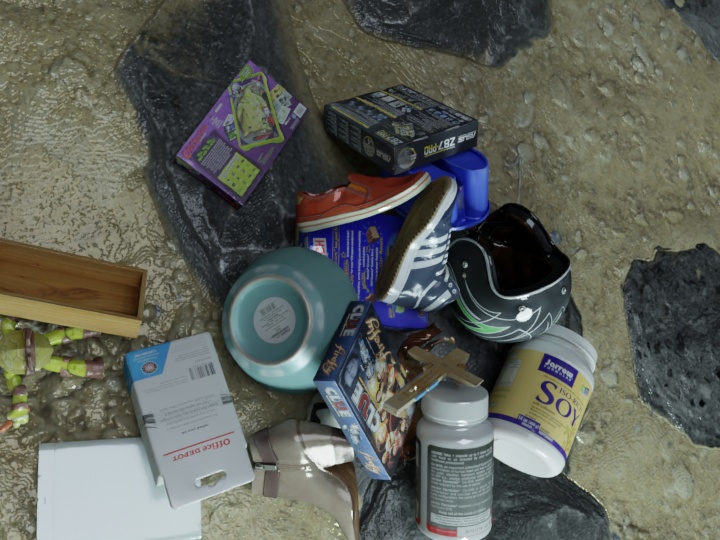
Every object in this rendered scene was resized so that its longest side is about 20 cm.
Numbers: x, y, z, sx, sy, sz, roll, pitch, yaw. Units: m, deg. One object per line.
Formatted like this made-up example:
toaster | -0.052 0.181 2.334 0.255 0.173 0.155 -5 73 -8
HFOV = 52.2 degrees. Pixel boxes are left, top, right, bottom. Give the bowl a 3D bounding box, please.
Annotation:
bowl | -0.105 0.066 0.973 0.196 0.105 0.206 -1 86 13

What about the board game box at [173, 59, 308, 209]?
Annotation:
board game box | -0.175 -0.205 1.101 0.120 0.032 0.202 39 65 -16

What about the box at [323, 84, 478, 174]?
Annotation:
box | 0.059 -0.223 1.129 0.159 0.200 0.050 -20 128 -28

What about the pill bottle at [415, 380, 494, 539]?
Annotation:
pill bottle | 0.135 0.270 1.051 0.112 0.113 0.205 -4 101 -25

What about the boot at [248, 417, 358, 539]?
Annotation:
boot | -0.076 0.290 1.002 0.143 0.070 0.204 -5 109 -1

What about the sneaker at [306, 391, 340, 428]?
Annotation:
sneaker | -0.017 0.173 1.058 0.073 0.080 0.203 29 70 -18

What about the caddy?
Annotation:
caddy | 0.112 -0.130 1.130 0.139 0.200 0.107 -21 129 -25

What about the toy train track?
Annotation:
toy train track | 0.092 0.158 1.005 0.199 0.113 0.033 -24 131 -51

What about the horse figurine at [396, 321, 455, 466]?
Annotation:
horse figurine | 0.096 0.178 1.109 0.130 0.050 0.204 -14 100 -9

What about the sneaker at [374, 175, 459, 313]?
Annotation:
sneaker | 0.109 -0.030 1.044 0.107 0.070 0.202 21 110 -22

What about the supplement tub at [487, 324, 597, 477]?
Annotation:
supplement tub | 0.279 0.200 1.148 0.144 0.145 0.202 35 66 -13

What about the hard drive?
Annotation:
hard drive | -0.303 0.281 0.931 0.196 0.026 0.135 1 77 -24

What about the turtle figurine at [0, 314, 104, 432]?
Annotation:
turtle figurine | -0.403 0.091 0.905 0.159 0.064 0.204 -3 67 -32

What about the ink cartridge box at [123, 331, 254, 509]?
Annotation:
ink cartridge box | -0.222 0.195 0.940 0.114 0.067 0.203 -12 70 -28

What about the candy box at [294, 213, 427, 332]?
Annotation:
candy box | 0.000 0.000 1.106 0.196 0.077 0.173 8 76 -24

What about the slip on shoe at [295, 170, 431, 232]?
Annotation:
slip on shoe | 0.002 -0.107 1.017 0.196 0.074 0.062 -15 99 4

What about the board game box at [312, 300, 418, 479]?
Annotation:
board game box | 0.014 0.161 0.977 0.202 0.034 0.137 64 37 -35

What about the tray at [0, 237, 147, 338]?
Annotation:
tray | -0.375 0.023 0.927 0.196 0.037 0.100 14 36 -22

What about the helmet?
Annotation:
helmet | 0.223 0.016 1.132 0.199 0.200 0.192 -34 83 -27
